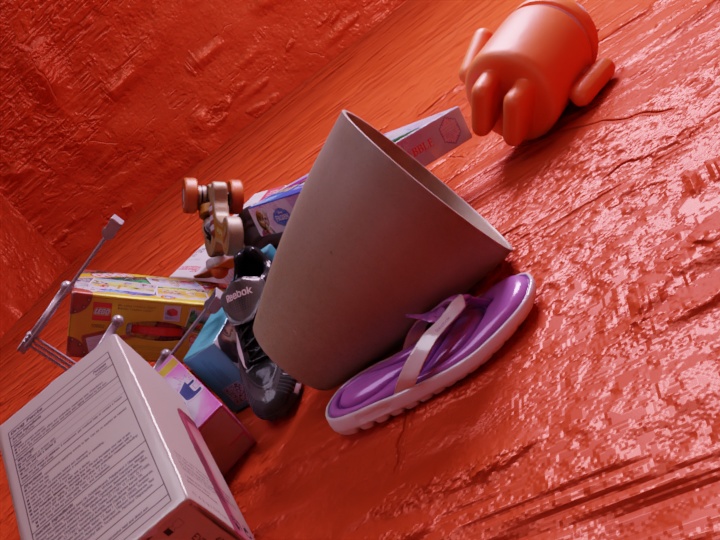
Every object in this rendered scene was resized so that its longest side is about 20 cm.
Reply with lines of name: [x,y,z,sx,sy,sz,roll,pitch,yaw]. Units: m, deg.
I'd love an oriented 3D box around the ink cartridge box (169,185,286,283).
ink cartridge box: [-0.179,-0.027,1.198,0.200,0.084,0.145,-48,20,-20]

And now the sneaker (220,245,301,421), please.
sneaker: [-0.105,0.054,0.791,0.066,0.091,0.202,-21,44,13]

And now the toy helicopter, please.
toy helicopter: [-0.178,-0.044,1.000,0.078,0.135,0.200,0,10,-20]

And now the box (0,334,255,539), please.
box: [-0.184,0.172,0.613,0.127,0.109,0.200,-39,43,-5]

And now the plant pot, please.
plant pot: [0.000,0.000,0.692,0.201,0.186,0.188,-52,16,12]

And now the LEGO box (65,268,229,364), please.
LEGO box: [-0.256,0.058,0.985,0.149,0.197,0.079,-148,65,-70]

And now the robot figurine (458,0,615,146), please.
robot figurine: [0.190,-0.227,0.876,0.143,0.117,0.201,-13,33,54]

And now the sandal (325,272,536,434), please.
sandal: [0.048,0.060,0.617,0.202,0.050,0.083,-37,19,11]

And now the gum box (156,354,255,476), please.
gum box: [-0.210,0.192,0.745,0.200,0.066,0.113,-46,41,-15]

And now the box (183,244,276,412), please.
box: [-0.123,0.059,0.899,0.049,0.083,0.201,-30,22,28]

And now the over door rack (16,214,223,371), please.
over door rack: [-0.256,0.049,0.860,0.200,0.147,0.067,-47,19,18]

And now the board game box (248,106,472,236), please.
board game box: [-0.005,-0.110,0.902,0.198,0.042,0.199,-34,14,-29]

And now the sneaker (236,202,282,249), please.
sneaker: [-0.071,-0.064,1.099,0.197,0.092,0.076,-20,-15,2]
